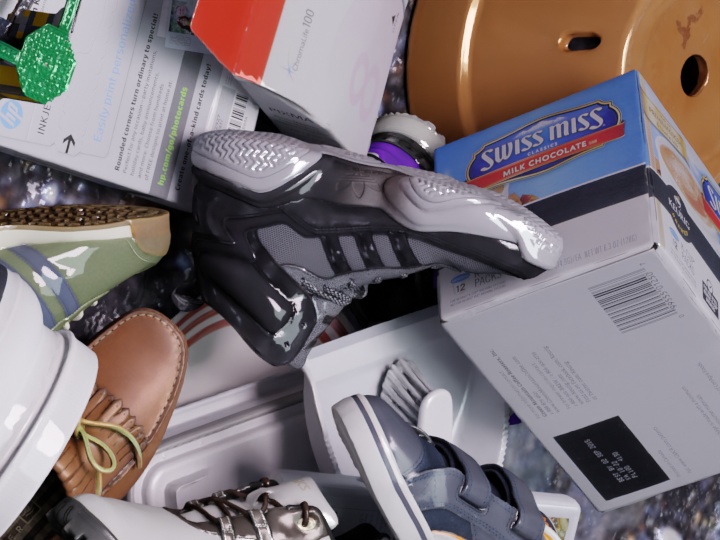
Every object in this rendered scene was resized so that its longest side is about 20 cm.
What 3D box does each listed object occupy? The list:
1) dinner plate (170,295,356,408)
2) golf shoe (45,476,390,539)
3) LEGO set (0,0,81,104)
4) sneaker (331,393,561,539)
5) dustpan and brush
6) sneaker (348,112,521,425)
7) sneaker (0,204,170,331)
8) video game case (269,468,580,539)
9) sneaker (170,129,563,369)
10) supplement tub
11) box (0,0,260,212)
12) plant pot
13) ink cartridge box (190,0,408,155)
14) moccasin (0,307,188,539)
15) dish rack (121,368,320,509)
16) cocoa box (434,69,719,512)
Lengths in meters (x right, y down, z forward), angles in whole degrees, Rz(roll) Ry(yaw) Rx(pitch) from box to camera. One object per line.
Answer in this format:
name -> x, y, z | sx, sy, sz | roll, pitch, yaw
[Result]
dinner plate -> -0.067, 0.101, 1.602 | 0.200, 0.024, 0.201 | -8, 102, -44
golf shoe -> -0.068, 0.135, 1.455 | 0.200, 0.078, 0.095 | 28, 90, -39
LEGO set -> -0.197, -0.179, 1.366 | 0.153, 0.116, 0.201 | 11, 90, -50
sneaker -> 0.053, 0.127, 1.497 | 0.079, 0.079, 0.200 | -29, 126, -1
dustpan and brush -> 0.036, 0.128, 1.589 | 0.139, 0.057, 0.201 | -18, 116, -39
sneaker -> 0.035, 0.020, 1.641 | 0.201, 0.069, 0.100 | 62, 38, -21
sneaker -> -0.184, 0.019, 1.446 | 0.200, 0.067, 0.090 | -8, 103, -38
video game case -> 0.016, 0.210, 1.565 | 0.181, 0.023, 0.201 | 7, 103, -25
sneaker -> 0.000, 0.000, 1.502 | 0.075, 0.199, 0.114 | -31, 135, -80
supplement tub -> -0.233, 0.032, 1.304 | 0.200, 0.140, 0.141 | 36, 70, -16
box -> -0.130, -0.125, 1.491 | 0.200, 0.041, 0.157 | 17, 84, -46
plant pot -> 0.144, -0.117, 1.692 | 0.200, 0.140, 0.201 | -10, 105, -43
ink cartridge box -> -0.020, -0.162, 1.525 | 0.200, 0.057, 0.163 | 55, 50, -73
moccasin -> -0.159, 0.098, 1.459 | 0.074, 0.078, 0.201 | 44, 72, 5
dish rack -> -0.054, 0.150, 1.577 | 0.200, 0.043, 0.173 | -18, 108, -42
cocoa box -> 0.142, 0.014, 1.601 | 0.200, 0.133, 0.132 | 49, 29, -41
